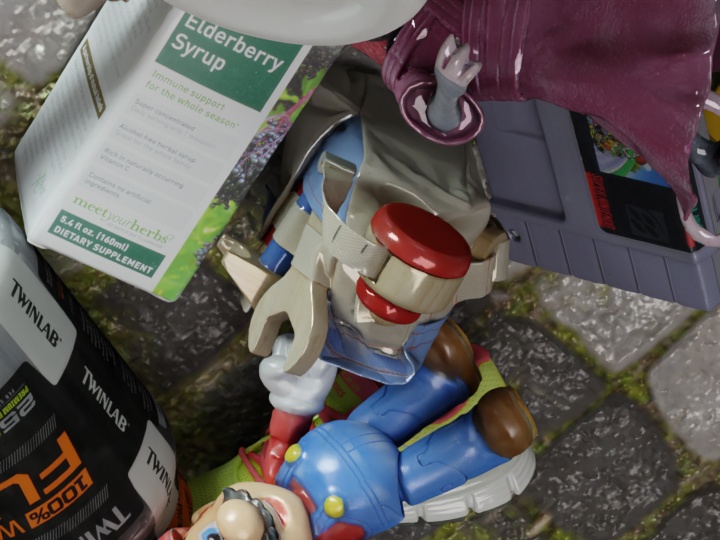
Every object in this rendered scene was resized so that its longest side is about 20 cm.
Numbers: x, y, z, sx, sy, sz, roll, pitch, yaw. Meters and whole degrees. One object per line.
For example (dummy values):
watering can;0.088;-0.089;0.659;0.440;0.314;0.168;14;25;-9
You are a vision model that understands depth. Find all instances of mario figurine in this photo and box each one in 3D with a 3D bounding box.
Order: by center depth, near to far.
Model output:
mario figurine;-0.017;0.102;1.316;0.200;0.123;0.106;-37;116;-11

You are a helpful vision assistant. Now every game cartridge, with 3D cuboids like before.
game cartridge;0.099;-0.077;1.308;0.038;0.129;0.201;-39;129;-29

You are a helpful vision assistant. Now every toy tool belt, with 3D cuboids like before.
toy tool belt;0.000;0.000;1.286;0.124;0.200;0.123;23;112;-14

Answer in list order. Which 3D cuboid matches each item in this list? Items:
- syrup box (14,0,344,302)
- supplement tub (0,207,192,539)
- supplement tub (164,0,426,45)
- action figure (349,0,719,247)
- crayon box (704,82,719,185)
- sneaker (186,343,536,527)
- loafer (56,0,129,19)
syrup box;-0.072;-0.095;1.280;0.078;0.082;0.200;24;115;-26
supplement tub;-0.166;0.068;1.329;0.122;0.123;0.200;-30;129;7
supplement tub;-0.016;-0.204;1.097;0.144;0.201;0.145;14;158;6
action figure;0.070;-0.102;1.205;0.199;0.135;0.149;5;153;19
crayon box;0.239;-0.102;1.331;0.127;0.051;0.200;3;127;-52
sneaker;-0.014;0.087;1.414;0.199;0.078;0.091;-18;123;-13
loafer;-0.131;-0.128;1.192;0.199;0.063;0.072;0;168;14
